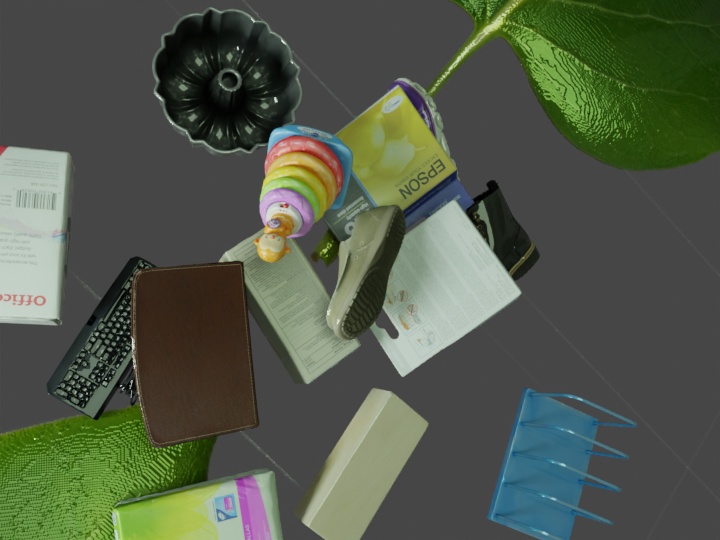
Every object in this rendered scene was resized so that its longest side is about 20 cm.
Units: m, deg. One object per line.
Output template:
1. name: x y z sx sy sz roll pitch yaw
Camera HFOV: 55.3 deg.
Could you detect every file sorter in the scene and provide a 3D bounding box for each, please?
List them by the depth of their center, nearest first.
1. file sorter: 0.296 0.291 0.994 0.137 0.123 0.202 24 75 -13

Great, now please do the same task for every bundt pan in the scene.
1. bundt pan: -0.183 -0.245 0.936 0.199 0.076 0.205 3 80 -19

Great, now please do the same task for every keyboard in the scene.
1. keyboard: -0.297 0.087 0.864 0.103 0.040 0.202 32 74 -11

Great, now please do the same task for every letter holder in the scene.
1. letter holder: -0.215 0.098 0.833 0.140 0.100 0.203 -5 88 -33

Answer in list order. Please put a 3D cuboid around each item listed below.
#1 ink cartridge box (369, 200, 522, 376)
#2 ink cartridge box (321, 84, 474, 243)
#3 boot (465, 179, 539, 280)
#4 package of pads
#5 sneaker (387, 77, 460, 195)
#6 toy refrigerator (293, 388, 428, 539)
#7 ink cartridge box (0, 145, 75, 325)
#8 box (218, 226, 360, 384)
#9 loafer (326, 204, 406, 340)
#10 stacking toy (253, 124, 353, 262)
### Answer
1. ink cartridge box: 0.098 0.025 0.956 0.199 0.047 0.161 -35 79 4
2. ink cartridge box: 0.033 -0.120 0.978 0.197 0.047 0.201 -37 93 0
3. boot: 0.169 -0.024 1.013 0.200 0.077 0.139 -44 110 -33
4. package of pads: -0.193 0.344 0.844 0.197 0.068 0.157 -7 82 -19
5. sneaker: 0.082 -0.187 1.021 0.082 0.081 0.203 -21 89 -14
6. toy refrigerator: 0.000 0.265 0.925 0.076 0.070 0.201 40 72 -16
7. ink cartridge box: -0.424 -0.041 0.816 0.145 0.085 0.203 4 81 -19
8. box: -0.096 0.044 0.919 0.094 0.078 0.202 -32 93 -21
9. loafer: 0.000 0.000 0.910 0.202 0.067 0.076 -65 145 -27
10. stacking toy: -0.087 -0.082 0.850 0.114 0.111 0.201 16 43 2
